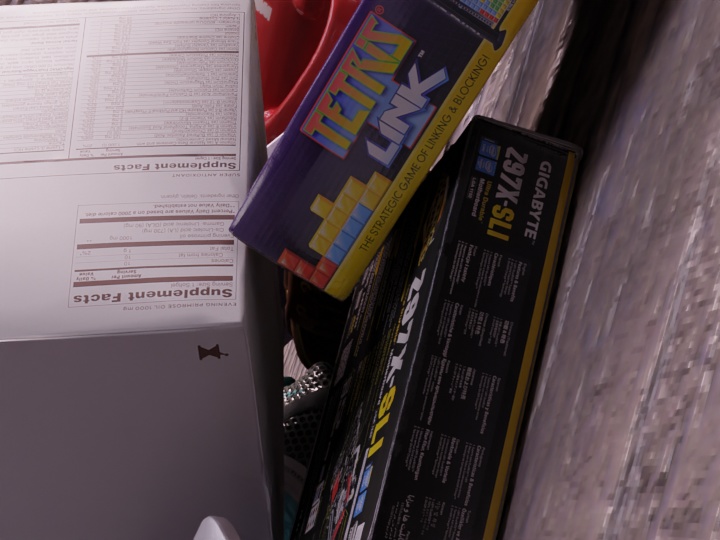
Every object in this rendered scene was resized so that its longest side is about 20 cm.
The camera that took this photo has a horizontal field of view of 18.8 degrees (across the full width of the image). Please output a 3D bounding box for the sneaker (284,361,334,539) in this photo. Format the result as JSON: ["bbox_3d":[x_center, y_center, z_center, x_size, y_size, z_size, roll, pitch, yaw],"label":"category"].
[{"bbox_3d":[-0.037,0.099,1.107,0.091,0.077,0.200,-57,7,-17],"label":"sneaker"}]

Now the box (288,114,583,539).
[{"bbox_3d":[0.018,0.064,0.819,0.160,0.049,0.201,131,156,-65],"label":"box"}]

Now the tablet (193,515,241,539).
[{"bbox_3d":[-0.058,0.200,0.802,0.130,0.014,0.201,55,136,31],"label":"tablet"}]

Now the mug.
[{"bbox_3d":[-0.081,-0.180,1.755,0.178,0.133,0.201,-119,44,-82],"label":"mug"}]

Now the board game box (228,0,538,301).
[{"bbox_3d":[0.037,-0.108,0.822,0.200,0.057,0.165,-57,1,29],"label":"board game box"}]

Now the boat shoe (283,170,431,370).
[{"bbox_3d":[-0.001,0.000,1.029,0.200,0.072,0.068,112,169,-72],"label":"boat shoe"}]

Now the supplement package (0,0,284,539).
[{"bbox_3d":[-0.109,0.023,0.912,0.201,0.146,0.192,-92,-1,-47],"label":"supplement package"}]

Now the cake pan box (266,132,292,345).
[{"bbox_3d":[-0.070,0.012,1.179,0.200,0.052,0.184,-41,-11,-24],"label":"cake pan box"}]
